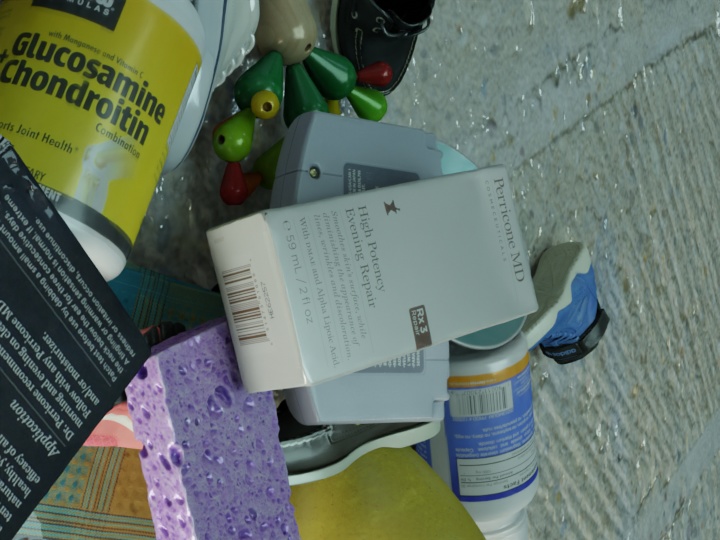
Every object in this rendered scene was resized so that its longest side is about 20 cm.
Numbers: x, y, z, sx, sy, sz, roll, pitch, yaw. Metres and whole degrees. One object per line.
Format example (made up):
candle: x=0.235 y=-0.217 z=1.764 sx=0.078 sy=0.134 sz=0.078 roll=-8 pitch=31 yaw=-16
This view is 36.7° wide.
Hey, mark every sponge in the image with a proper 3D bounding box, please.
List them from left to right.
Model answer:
sponge: x=-0.077 y=0.133 z=0.629 sx=0.111 sy=0.029 sz=0.203 roll=-23 pitch=103 yaw=-65

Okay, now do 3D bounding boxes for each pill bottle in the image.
pill bottle: x=-0.151 y=-0.104 z=0.595 sx=0.112 sy=0.111 sz=0.202 roll=38 pitch=64 yaw=-50
pill bottle: x=0.105 y=0.156 z=0.990 sx=0.112 sy=0.111 sz=0.203 roll=-29 pitch=118 yaw=-49

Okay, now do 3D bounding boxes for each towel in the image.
towel: x=-0.148 y=0.099 z=0.678 sx=0.146 sy=0.022 sz=0.203 roll=22 pitch=78 yaw=-37

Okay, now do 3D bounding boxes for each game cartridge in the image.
game cartridge: x=0.000 y=0.000 z=0.724 sx=0.132 sy=0.041 sz=0.203 roll=4 pitch=82 yaw=-32

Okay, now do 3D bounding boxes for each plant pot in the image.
plant pot: x=0.003 y=0.210 z=0.815 sx=0.199 sy=0.199 sz=0.144 roll=0 pitch=70 yaw=-54

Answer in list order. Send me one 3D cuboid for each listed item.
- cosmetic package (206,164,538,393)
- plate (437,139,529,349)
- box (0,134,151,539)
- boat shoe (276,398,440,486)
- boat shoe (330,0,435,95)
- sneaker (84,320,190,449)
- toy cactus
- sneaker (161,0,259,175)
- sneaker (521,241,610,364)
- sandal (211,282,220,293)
cosmetic package: x=0.013 y=0.001 z=0.663 sx=0.198 sy=0.074 sz=0.103 roll=-16 pitch=92 yaw=-38
plate: x=0.075 y=-0.023 z=0.948 sx=0.199 sy=0.025 sz=0.202 roll=24 pitch=52 yaw=-34
box: x=-0.228 y=0.054 z=0.430 sx=0.197 sy=0.198 sz=0.125 roll=-55 pitch=134 yaw=-34
boat shoe: x=-0.019 y=0.100 z=0.760 sx=0.200 sy=0.071 sz=0.061 roll=-11 pitch=107 yaw=-46
boat shoe: x=0.027 y=-0.210 z=0.820 sx=0.074 sy=0.066 sz=0.201 roll=-14 pitch=132 yaw=-29
sneaker: x=-0.158 y=0.065 z=0.616 sx=0.200 sy=0.086 sz=0.075 roll=25 pitch=60 yaw=-60
toy cactus: x=-0.041 y=-0.135 z=0.778 sx=0.199 sy=0.102 sz=0.167 roll=-23 pitch=103 yaw=-42
sneaker: x=-0.098 y=-0.152 z=0.697 sx=0.071 sy=0.072 sz=0.203 roll=25 pitch=73 yaw=-49
sneaker: x=0.205 y=0.063 z=1.148 sx=0.200 sy=0.076 sz=0.112 roll=-48 pitch=121 yaw=-49
sandal: x=-0.072 y=0.031 z=0.778 sx=0.202 sy=0.048 sz=0.076 roll=-60 pitch=137 yaw=-30
